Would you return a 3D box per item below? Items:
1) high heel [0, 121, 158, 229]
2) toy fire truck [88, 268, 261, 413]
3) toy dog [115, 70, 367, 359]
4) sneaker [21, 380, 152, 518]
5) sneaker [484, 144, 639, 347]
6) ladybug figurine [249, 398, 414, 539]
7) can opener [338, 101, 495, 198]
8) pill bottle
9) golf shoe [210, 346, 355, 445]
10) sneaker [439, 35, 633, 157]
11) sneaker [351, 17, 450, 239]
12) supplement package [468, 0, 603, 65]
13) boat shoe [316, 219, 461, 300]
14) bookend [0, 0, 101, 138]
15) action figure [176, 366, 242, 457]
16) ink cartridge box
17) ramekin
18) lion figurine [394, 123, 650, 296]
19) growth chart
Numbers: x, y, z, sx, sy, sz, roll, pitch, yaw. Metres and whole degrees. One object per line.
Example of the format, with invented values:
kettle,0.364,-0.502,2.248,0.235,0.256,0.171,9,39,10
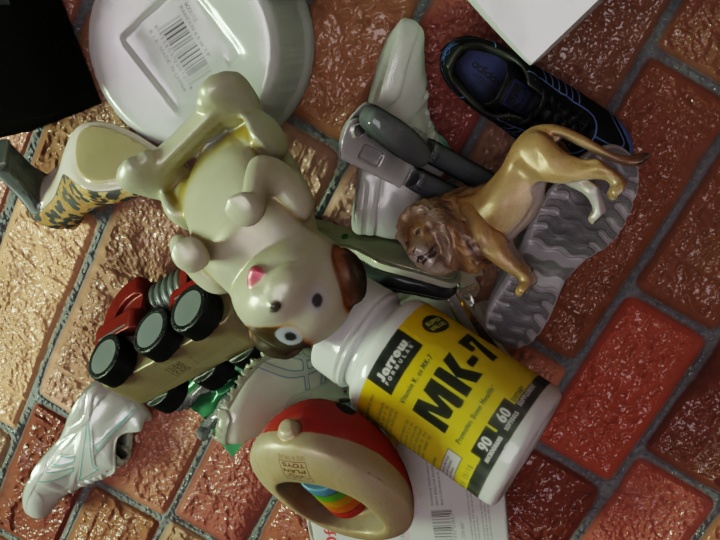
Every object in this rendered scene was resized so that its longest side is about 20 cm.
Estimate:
high heel,-0.243,-0.077,0.842,0.197,0.143,0.072,4,67,13
toy fire truck,-0.187,0.009,0.868,0.175,0.202,0.128,-28,137,26
toy dog,-0.085,-0.024,0.729,0.139,0.194,0.201,-35,65,6
sneaker,-0.303,0.207,0.959,0.080,0.071,0.201,35,108,-4
sneaker,0.170,-0.031,0.791,0.074,0.082,0.201,31,108,-11
ladybug figurine,-0.019,0.169,0.754,0.134,0.073,0.201,2,146,23
can opener,0.065,-0.085,0.767,0.198,0.066,0.053,22,101,-36
pill bottle,0.062,0.098,0.757,0.199,0.114,0.115,32,110,18
golf shoe,-0.045,0.113,0.813,0.097,0.199,0.079,35,132,25
sneaker,0.155,-0.140,0.773,0.198,0.078,0.071,30,107,1
sneaker,0.047,-0.127,0.810,0.087,0.075,0.203,8,113,-5
supplement package,0.122,-0.282,0.675,0.147,0.200,0.191,-42,95,18
boat shoe,0.000,0.000,0.846,0.197,0.072,0.069,12,114,14
bookend,-0.347,-0.220,0.777,0.091,0.200,0.201,-16,103,14
action figure,-0.109,0.090,0.902,0.200,0.055,0.118,-44,92,14
ink cartridge box,0.044,0.201,0.871,0.197,0.088,0.148,-6,109,10
ramekin,-0.148,-0.206,0.799,0.197,0.098,0.204,3,106,10
lion figurine,0.125,-0.059,0.718,0.123,0.072,0.200,47,111,11
growth chart,0.080,0.079,0.881,0.143,0.018,0.202,-21,101,15
